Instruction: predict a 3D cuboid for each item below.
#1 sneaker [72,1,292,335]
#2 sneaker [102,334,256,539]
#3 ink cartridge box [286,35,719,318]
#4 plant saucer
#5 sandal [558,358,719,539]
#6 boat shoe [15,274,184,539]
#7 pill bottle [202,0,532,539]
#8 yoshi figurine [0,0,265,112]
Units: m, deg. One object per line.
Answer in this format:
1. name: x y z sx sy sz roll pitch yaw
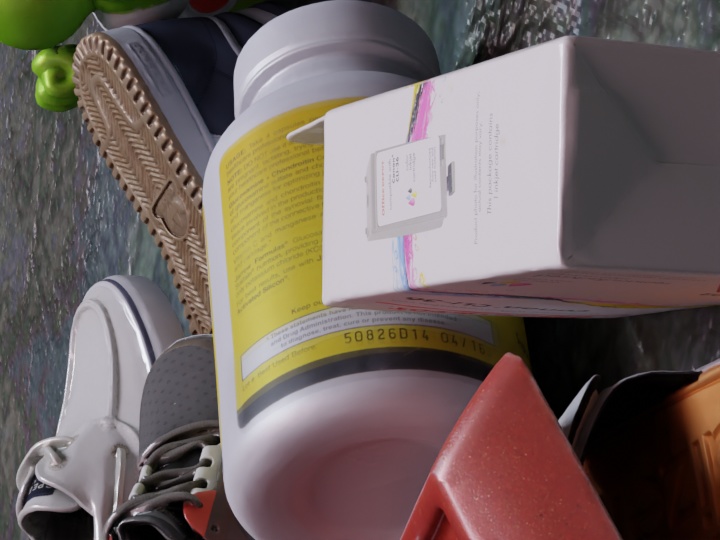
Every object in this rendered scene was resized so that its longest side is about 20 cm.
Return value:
1. sneaker: -0.028 -0.024 1.015 0.200 0.108 0.070 61 145 11
2. sneaker: -0.054 0.091 0.892 0.077 0.082 0.200 -33 45 16
3. ink cartridge box: 0.063 -0.022 0.767 0.200 0.116 0.068 171 101 -65
4. plant saucer: 0.054 0.158 0.767 0.200 0.037 0.200 63 156 25
5. sandal: 0.090 0.062 0.755 0.207 0.059 0.079 -45 47 49
6. boat shoe: -0.108 0.094 0.992 0.072 0.066 0.200 -29 59 54
7. pill bottle: 0.000 0.000 0.892 0.112 0.112 0.200 121 151 -45
8. yoshi figurine: -0.117 -0.127 1.084 0.112 0.112 0.200 -48 -8 2
